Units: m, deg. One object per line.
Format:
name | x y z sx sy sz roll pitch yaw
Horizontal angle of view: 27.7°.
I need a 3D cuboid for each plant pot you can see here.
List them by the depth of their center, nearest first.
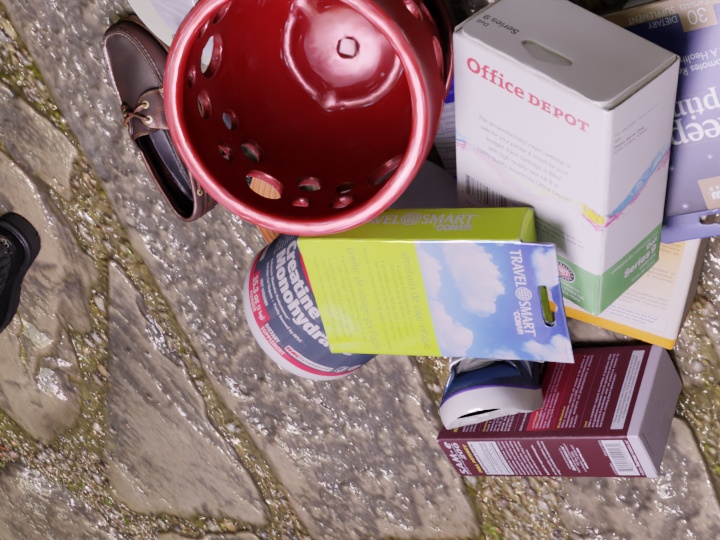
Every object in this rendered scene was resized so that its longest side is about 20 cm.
plant pot | -0.029 -0.151 1.105 0.200 0.183 0.201 5 117 10

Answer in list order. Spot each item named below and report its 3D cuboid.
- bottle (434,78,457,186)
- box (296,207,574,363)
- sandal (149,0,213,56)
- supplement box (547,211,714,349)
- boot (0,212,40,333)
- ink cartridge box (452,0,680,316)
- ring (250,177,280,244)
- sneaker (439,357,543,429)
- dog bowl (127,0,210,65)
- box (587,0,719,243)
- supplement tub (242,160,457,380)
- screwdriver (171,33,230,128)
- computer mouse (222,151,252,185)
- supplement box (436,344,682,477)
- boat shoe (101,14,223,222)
bottle | 0.110 -0.102 1.238 0.083 0.065 0.200 -7 118 40
box | 0.062 0.011 1.112 0.199 0.048 0.122 1 130 21
sandal | -0.161 -0.262 1.189 0.079 0.059 0.207 13 150 43
supplement box | 0.225 -0.049 1.201 0.126 0.074 0.201 19 128 18
boot | -0.444 0.039 1.600 0.079 0.158 0.211 36 133 3
ink cartridge box | 0.148 -0.089 1.077 0.145 0.087 0.200 34 148 33
ring | -0.004 -0.054 1.338 0.200 0.019 0.201 8 137 8
sneaker | 0.101 0.052 1.228 0.080 0.200 0.147 -14 83 16
dog bowl | -0.112 -0.276 1.236 0.199 0.079 0.201 15 128 20
box | 0.243 -0.109 1.083 0.121 0.032 0.200 -10 115 33
supplement tub | 0.000 0.000 1.265 0.140 0.140 0.200 46 138 -6
screwdriver | -0.138 -0.168 1.288 0.029 0.028 0.200 50 178 24
computer mouse | -0.047 -0.117 1.334 0.110 0.044 0.200 44 133 -3
supplement box | 0.180 0.129 1.327 0.199 0.109 0.061 -4 134 33
boat shoe | -0.188 -0.142 1.383 0.070 0.070 0.200 -15 112 40
